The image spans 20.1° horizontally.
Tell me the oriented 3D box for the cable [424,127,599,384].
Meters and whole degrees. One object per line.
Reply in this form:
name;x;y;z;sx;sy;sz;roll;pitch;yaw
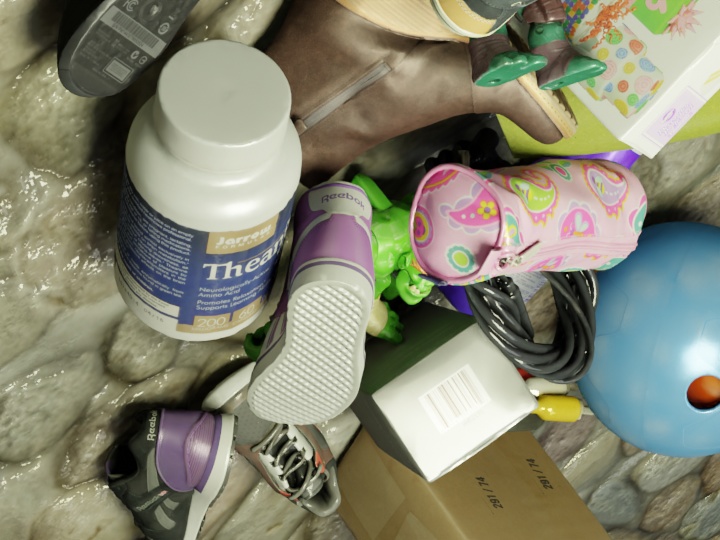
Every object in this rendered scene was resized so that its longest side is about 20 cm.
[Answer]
cable;0.116;-0.005;1.499;0.051;0.201;0.163;-24;-174;26

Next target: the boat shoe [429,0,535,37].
boat shoe;0.115;-0.217;1.197;0.200;0.075;0.062;-51;-166;-24

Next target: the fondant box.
fondant box;0.167;-0.194;1.322;0.144;0.200;0.058;-46;151;13

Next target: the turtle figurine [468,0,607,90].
turtle figurine;0.090;-0.215;1.268;0.149;0.201;0.101;-8;171;-28

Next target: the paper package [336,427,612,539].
paper package;0.098;0.218;1.760;0.190;0.200;0.104;1;131;-44

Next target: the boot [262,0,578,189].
boot;0.026;-0.112;1.347;0.200;0.072;0.166;40;107;-18

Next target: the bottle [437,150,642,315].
bottle;0.146;-0.045;1.612;0.200;0.065;0.083;-48;147;14

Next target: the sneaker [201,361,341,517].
sneaker;-0.057;0.138;1.619;0.077;0.082;0.200;-39;148;1

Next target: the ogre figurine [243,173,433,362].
ogre figurine;0.000;0.000;1.492;0.199;0.098;0.120;-3;138;-39

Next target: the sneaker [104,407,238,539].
sneaker;-0.158;0.161;1.580;0.087;0.076;0.200;13;142;-11

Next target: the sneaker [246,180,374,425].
sneaker;-0.027;0.019;1.379;0.072;0.115;0.201;11;143;-12

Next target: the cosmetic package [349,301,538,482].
cosmetic package;0.051;0.089;1.567;0.107;0.090;0.200;-35;-174;-6

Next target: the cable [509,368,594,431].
cable;0.110;0.109;1.741;0.199;0.097;0.051;1;115;-48

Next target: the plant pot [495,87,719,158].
plant pot;0.181;-0.161;1.427;0.199;0.188;0.187;-22;148;5

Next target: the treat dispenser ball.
treat dispenser ball;0.277;0.059;1.743;0.200;0.201;0.202;-26;146;-19

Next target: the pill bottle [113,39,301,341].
pill bottle;-0.096;-0.051;1.295;0.110;0.111;0.200;-22;153;-24

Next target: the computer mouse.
computer mouse;-0.101;-0.184;1.223;0.200;0.046;0.140;-51;152;10

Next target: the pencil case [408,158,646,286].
pencil case;0.117;-0.034;1.401;0.199;0.087;0.088;-7;136;-53
